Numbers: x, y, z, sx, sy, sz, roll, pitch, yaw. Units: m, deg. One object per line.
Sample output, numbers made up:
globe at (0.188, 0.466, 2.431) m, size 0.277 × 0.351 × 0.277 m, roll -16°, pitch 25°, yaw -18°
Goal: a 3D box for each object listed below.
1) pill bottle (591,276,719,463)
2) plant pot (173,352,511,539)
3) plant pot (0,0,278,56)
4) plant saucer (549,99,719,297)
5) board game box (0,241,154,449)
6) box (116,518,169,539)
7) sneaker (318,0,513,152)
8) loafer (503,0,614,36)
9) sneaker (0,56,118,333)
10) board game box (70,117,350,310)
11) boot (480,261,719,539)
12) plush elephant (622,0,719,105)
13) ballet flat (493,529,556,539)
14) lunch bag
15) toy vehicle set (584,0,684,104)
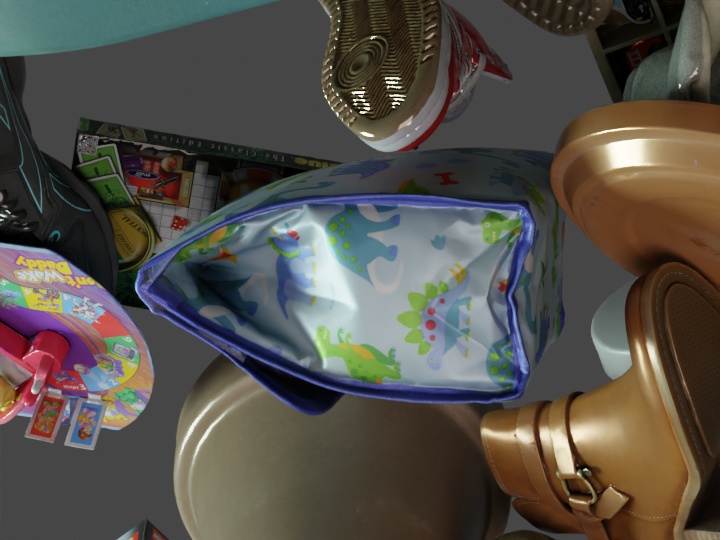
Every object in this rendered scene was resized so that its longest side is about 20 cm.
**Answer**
pill bottle at (0.202, 0.099, 1.439) m, size 0.112 × 0.113 × 0.201 m, roll -20°, pitch 117°, yaw 11°
plant pot at (-0.015, 0.154, 1.425) m, size 0.199 × 0.175 × 0.201 m, roll 3°, pitch 127°, yaw 3°
plant pot at (-0.139, -0.192, 1.274) m, size 0.199 × 0.142 × 0.142 m, roll -18°, pitch 117°, yaw 19°
plant saucer at (0.186, -0.019, 1.244) m, size 0.199 × 0.032 × 0.200 m, roll 17°, pitch 160°, yaw 6°
board game box at (-0.213, 0.046, 1.407) m, size 0.199 × 0.039 × 0.158 m, roll 7°, pitch 142°, yaw 15°
box at (-0.105, 0.252, 1.571) m, size 0.110 × 0.035 × 0.200 m, roll -37°, pitch 112°, yaw 19°
sneaker at (0.032, -0.094, 1.289) m, size 0.071 × 0.200 × 0.113 m, roll -32°, pitch 122°, yaw 12°
loafer at (0.055, -0.200, 1.298) m, size 0.200 × 0.067 × 0.076 m, roll 43°, pitch 139°, yaw -1°
sneaker at (-0.197, -0.046, 1.371) m, size 0.075 × 0.079 × 0.201 m, roll -17°, pitch 111°, yaw 24°
board game box at (-0.065, -0.019, 1.430) m, size 0.199 × 0.024 × 0.105 m, roll 9°, pitch 121°, yaw -4°
boot at (0.131, 0.075, 1.336) m, size 0.155 × 0.077 × 0.200 m, roll 6°, pitch 139°, yaw 38°
plush elephant at (0.201, -0.097, 1.267) m, size 0.199 × 0.165 × 0.156 m, roll 26°, pitch 80°, yaw 6°
ballet flat at (0.109, 0.177, 1.422) m, size 0.199 × 0.071 × 0.071 m, roll 24°, pitch 120°, yaw -42°
lunch bag at (0.000, 0.000, 1.315) m, size 0.199 × 0.170 × 0.128 m, roll 5°, pitch 100°, yaw 9°
toy vehicle set at (0.192, -0.114, 1.370) m, size 0.124 × 0.027 × 0.201 m, roll -20°, pitch 117°, yaw 11°
